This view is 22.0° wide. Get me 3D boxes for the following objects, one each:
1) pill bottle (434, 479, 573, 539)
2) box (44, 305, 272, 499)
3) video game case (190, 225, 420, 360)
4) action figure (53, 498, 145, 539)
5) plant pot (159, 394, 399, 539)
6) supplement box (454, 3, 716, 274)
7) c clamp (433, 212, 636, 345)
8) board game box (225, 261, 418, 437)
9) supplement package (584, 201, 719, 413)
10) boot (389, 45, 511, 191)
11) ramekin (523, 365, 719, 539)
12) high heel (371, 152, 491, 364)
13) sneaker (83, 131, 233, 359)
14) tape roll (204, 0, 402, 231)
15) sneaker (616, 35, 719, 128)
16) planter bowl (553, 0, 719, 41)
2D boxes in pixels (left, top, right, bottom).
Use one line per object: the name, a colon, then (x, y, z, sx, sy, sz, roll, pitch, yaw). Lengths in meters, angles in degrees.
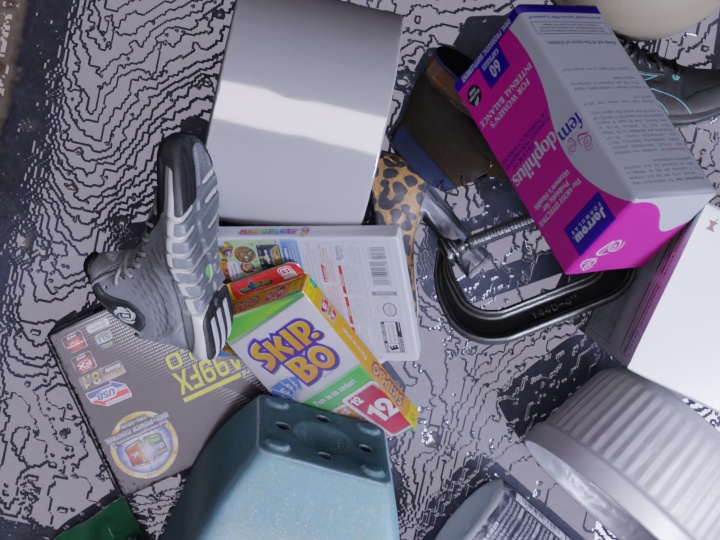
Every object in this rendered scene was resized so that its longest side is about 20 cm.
pill bottle: (0.163, 0.287, 1.639, 0.200, 0.106, 0.106, 42, 92, -7)
box: (-0.154, 0.086, 1.629, 0.199, 0.044, 0.161, -24, 97, -1)
video game case: (-0.057, 0.020, 1.533, 0.199, 0.018, 0.144, 0, 134, 11)
action figure: (-0.279, 0.292, 1.642, 0.199, 0.055, 0.119, -22, 100, 3)
plant pot: (-0.058, 0.224, 1.548, 0.195, 0.196, 0.201, 17, 108, -9)
supplement box: (0.179, -0.107, 1.491, 0.101, 0.103, 0.200, -51, 58, 39)
c clamp: (0.146, -0.021, 1.589, 0.199, 0.027, 0.171, -26, 59, -12)
board game box: (-0.042, 0.076, 1.555, 0.095, 0.030, 0.200, -19, 125, 27)
supplement package: (0.303, 0.032, 1.572, 0.151, 0.200, 0.151, 25, 94, -5)
boot: (0.111, -0.091, 1.588, 0.200, 0.075, 0.097, 50, 121, 20)
ramekin: (0.249, 0.173, 1.591, 0.200, 0.200, 0.105, 43, 83, -7)
high heel: (0.000, 0.000, 1.615, 0.200, 0.071, 0.143, -43, 98, -10)
sneaker: (-0.171, -0.019, 1.463, 0.115, 0.075, 0.201, 7, 123, 19)
tape roll: (-0.054, -0.129, 1.534, 0.139, 0.203, 0.204, 12, 95, -5)
sneaker: (0.238, -0.164, 1.605, 0.199, 0.075, 0.080, -6, 107, -2)
planter bowl: (0.249, -0.296, 1.568, 0.199, 0.135, 0.201, 0, 97, -3)
